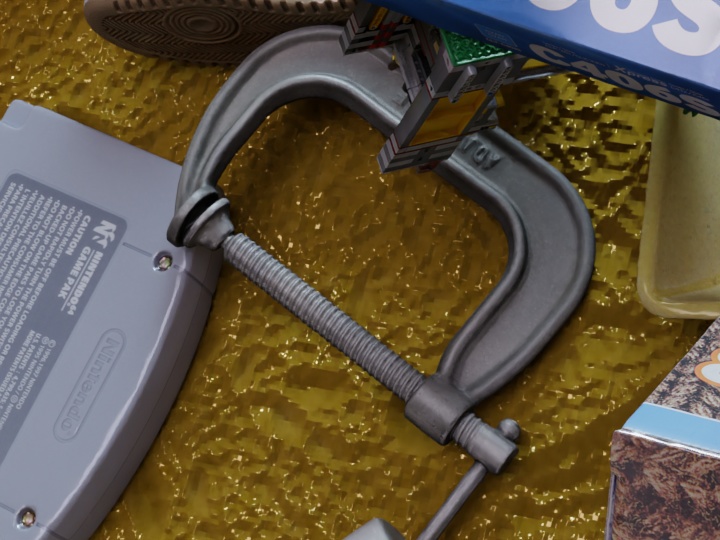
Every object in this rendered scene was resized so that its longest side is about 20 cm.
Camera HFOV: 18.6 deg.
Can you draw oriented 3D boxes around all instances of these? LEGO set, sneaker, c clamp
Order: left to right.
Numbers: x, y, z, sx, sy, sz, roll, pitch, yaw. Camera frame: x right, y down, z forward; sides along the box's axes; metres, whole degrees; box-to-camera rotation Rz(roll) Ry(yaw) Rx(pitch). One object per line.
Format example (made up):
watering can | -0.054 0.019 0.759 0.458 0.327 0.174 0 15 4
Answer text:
sneaker | -0.020 -0.154 0.931 0.198 0.071 0.114 -5 72 10
c clamp | 0.000 0.000 0.871 0.171 0.027 0.200 -44 73 -8
LEGO set | 0.049 -0.128 0.838 0.153 0.116 0.201 -21 77 -21

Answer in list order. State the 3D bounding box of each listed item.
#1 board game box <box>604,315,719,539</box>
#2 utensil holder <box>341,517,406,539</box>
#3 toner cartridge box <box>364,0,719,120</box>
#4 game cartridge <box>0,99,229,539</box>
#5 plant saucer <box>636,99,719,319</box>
board game box | 0.149 0.093 0.672 0.096 0.200 0.161 13 115 24
utensil holder | -0.026 0.205 0.740 0.199 0.170 0.170 -38 62 1
toner cartridge box | 0.051 -0.125 0.725 0.199 0.043 0.096 21 85 24
game cartridge | -0.141 0.037 0.922 0.133 0.040 0.201 22 79 29
plant saucer | 0.213 -0.067 0.826 0.198 0.048 0.202 2 70 20
